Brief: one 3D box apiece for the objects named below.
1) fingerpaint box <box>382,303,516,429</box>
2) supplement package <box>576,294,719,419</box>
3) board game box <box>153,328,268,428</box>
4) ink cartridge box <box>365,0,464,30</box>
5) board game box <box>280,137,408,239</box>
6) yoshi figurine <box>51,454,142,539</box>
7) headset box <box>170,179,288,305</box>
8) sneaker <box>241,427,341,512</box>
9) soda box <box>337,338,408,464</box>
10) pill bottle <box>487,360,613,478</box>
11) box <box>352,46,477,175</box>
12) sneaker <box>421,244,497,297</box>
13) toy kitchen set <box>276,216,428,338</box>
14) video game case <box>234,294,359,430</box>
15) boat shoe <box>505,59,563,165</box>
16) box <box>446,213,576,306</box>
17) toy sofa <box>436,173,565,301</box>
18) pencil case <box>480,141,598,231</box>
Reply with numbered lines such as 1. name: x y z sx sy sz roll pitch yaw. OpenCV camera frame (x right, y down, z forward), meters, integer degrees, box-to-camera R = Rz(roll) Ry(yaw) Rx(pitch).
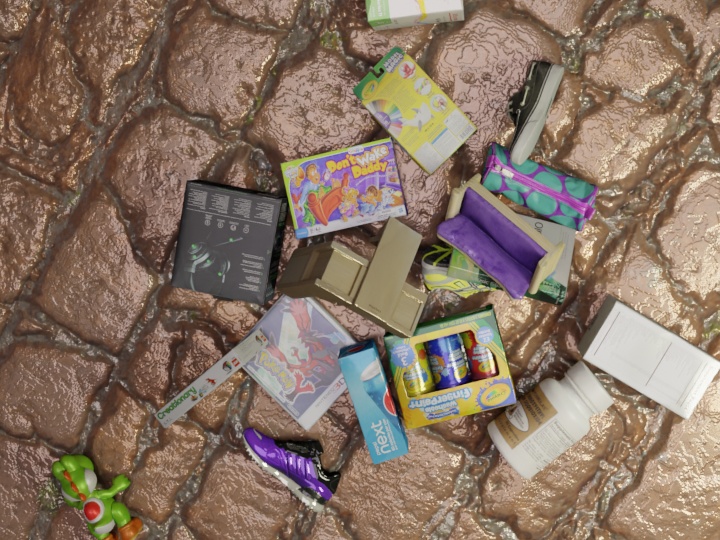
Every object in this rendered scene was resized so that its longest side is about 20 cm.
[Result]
1. fingerpaint box: 0.155 0.167 1.712 0.198 0.073 0.169 -14 93 9
2. supplement package: 0.478 0.142 1.650 0.199 0.110 0.115 31 98 4
3. board game box: -0.258 0.187 1.723 0.199 0.126 0.035 -39 91 19
4. ink cartridge box: 0.111 -0.448 1.637 0.197 0.117 0.068 -5 96 8
5. board game box: -0.028 -0.142 1.721 0.197 0.045 0.136 -13 93 8
6. yoshi figurine: -0.491 0.413 1.822 0.111 0.112 0.201 -16 112 48
7. headset box: -0.227 -0.044 1.731 0.172 0.093 0.203 10 97 6
8. sneaker: -0.117 0.331 1.770 0.200 0.070 0.100 41 92 -2
9. soda box: 0.023 0.228 1.726 0.067 0.064 0.202 -18 101 5
10. pill bottle: 0.324 0.249 1.678 0.200 0.114 0.115 -40 90 9
11. box: 0.091 -0.273 1.691 0.117 0.048 0.200 -43 91 6
12. sneaker: 0.202 0.006 1.703 0.197 0.076 0.077 9 129 3
13. toy kitchen set: 0.000 0.000 1.705 0.199 0.180 0.165 30 74 -22
14. video game case: -0.106 0.154 1.770 0.200 0.023 0.182 44 99 2
15. boat shoe: 0.275 -0.263 1.636 0.063 0.071 0.201 20 64 13
16. box: 0.254 -0.031 1.658 0.197 0.037 0.146 13 56 5
17. toy sofa: 0.222 -0.053 1.599 0.097 0.083 0.200 -38 68 -25
18. pencil case: 0.296 -0.139 1.657 0.198 0.092 0.086 23 98 4
